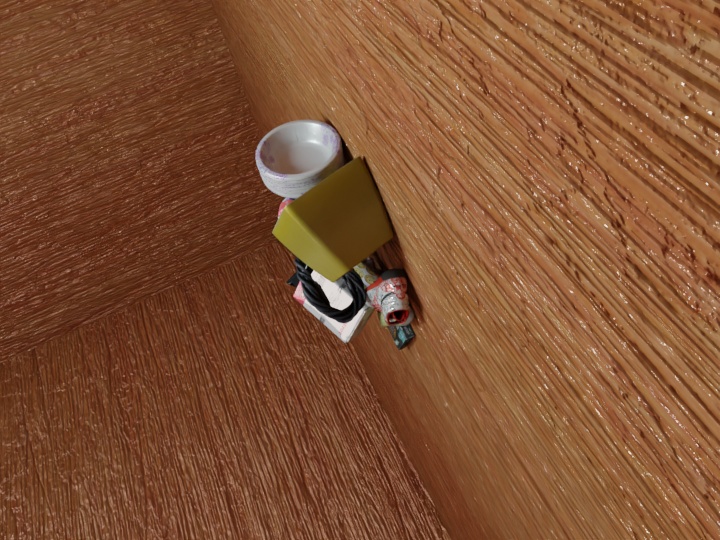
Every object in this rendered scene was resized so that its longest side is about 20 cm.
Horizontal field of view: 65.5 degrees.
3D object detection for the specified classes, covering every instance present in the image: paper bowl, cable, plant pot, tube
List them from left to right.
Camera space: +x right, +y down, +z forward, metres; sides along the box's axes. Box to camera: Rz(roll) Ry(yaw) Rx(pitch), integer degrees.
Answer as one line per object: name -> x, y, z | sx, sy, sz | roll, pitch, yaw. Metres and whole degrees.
paper bowl -> -0.135, -0.249, 1.302 | 0.105, 0.200, 0.201 | 76, 167, -52
cable -> -0.068, 0.027, 1.287 | 0.051, 0.163, 0.201 | -37, 66, 41
plant pot -> -0.047, -0.091, 1.201 | 0.177, 0.200, 0.200 | 52, 160, 0
tube -> 0.076, 0.109, 1.412 | 0.052, 0.058, 0.200 | 29, 168, -13

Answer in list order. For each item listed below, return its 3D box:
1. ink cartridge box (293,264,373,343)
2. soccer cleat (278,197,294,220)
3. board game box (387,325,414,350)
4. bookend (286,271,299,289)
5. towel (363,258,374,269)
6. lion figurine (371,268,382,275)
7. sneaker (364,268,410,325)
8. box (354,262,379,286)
ink cartridge box -> -0.062, 0.070, 1.473 | 0.200, 0.085, 0.146 | 41, 130, 15
soccer cleat -> -0.125, -0.098, 1.360 | 0.200, 0.066, 0.077 | 50, -138, -35
board game box -> 0.097, 0.141, 1.540 | 0.200, 0.028, 0.136 | 98, 146, -74
bookend -> -0.099, 0.048, 1.788 | 0.200, 0.199, 0.092 | 51, -170, 29
towel -> -0.042, 0.056, 1.630 | 0.200, 0.190, 0.032 | 75, -178, -48
lion figurine -> 0.025, 0.053, 1.562 | 0.200, 0.122, 0.073 | 46, -153, -67
sneaker -> 0.057, 0.081, 1.290 | 0.201, 0.067, 0.108 | 127, 138, -61
box -> 0.000, 0.000, 1.422 | 0.200, 0.041, 0.039 | 40, -176, 10
